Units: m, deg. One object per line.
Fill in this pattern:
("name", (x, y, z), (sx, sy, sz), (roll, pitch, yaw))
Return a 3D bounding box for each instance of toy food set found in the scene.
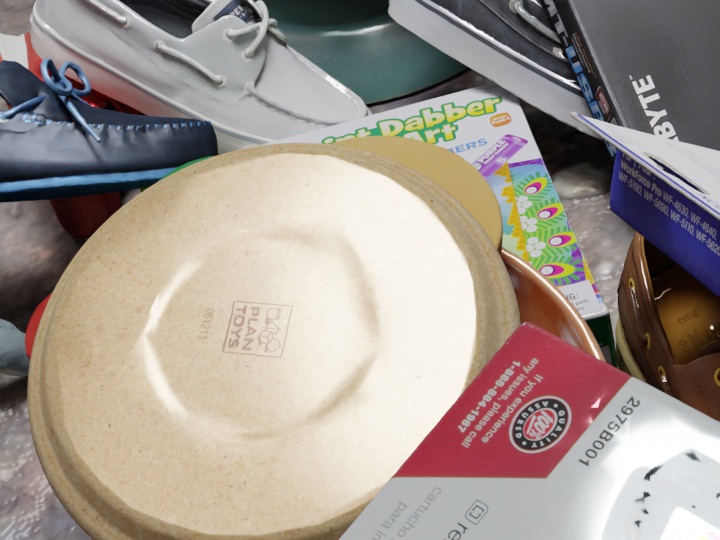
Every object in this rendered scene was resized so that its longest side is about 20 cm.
("toy food set", (-0.036, 0.032, 0.660), (0.197, 0.049, 0.201), (-10, 58, 5))

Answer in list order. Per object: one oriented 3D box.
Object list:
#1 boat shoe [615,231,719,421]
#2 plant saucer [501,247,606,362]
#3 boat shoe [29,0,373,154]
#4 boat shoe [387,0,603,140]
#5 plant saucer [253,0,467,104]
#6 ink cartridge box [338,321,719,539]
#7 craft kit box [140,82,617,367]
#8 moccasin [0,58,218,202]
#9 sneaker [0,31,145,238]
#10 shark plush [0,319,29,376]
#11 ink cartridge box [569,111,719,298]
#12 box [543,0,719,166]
("boat shoe", (0.152, 0.050, 0.661), (0.072, 0.068, 0.200), (-21, 38, -7))
("plant saucer", (0.002, 0.071, 0.676), (0.199, 0.032, 0.201), (-5, 57, 8))
("boat shoe", (-0.077, -0.116, 0.897), (0.199, 0.069, 0.072), (28, 40, 10))
("boat shoe", (0.106, -0.119, 0.849), (0.200, 0.068, 0.072), (33, 28, 25))
("plant saucer", (0.001, -0.167, 1.014), (0.199, 0.036, 0.201), (-10, 38, 8))
("ink cartridge box", (0.095, 0.127, 0.539), (0.199, 0.083, 0.146), (28, 66, 36))
("craft kit box", (0.000, 0.000, 0.800), (0.199, 0.049, 0.198), (-15, 35, 0))
("moccasin", (-0.167, -0.069, 0.811), (0.199, 0.069, 0.080), (-3, -2, -13))
("sneaker", (-0.134, -0.099, 0.944), (0.115, 0.079, 0.200), (-23, 39, -8))
("shark plush", (-0.223, 0.006, 0.771), (0.090, 0.200, 0.084), (-8, 81, 23))
("ink cartridge box", (0.172, -0.009, 0.662), (0.199, 0.039, 0.099), (11, 23, -35))
("box", (0.193, -0.126, 0.797), (0.197, 0.050, 0.201), (-19, 76, -7))
